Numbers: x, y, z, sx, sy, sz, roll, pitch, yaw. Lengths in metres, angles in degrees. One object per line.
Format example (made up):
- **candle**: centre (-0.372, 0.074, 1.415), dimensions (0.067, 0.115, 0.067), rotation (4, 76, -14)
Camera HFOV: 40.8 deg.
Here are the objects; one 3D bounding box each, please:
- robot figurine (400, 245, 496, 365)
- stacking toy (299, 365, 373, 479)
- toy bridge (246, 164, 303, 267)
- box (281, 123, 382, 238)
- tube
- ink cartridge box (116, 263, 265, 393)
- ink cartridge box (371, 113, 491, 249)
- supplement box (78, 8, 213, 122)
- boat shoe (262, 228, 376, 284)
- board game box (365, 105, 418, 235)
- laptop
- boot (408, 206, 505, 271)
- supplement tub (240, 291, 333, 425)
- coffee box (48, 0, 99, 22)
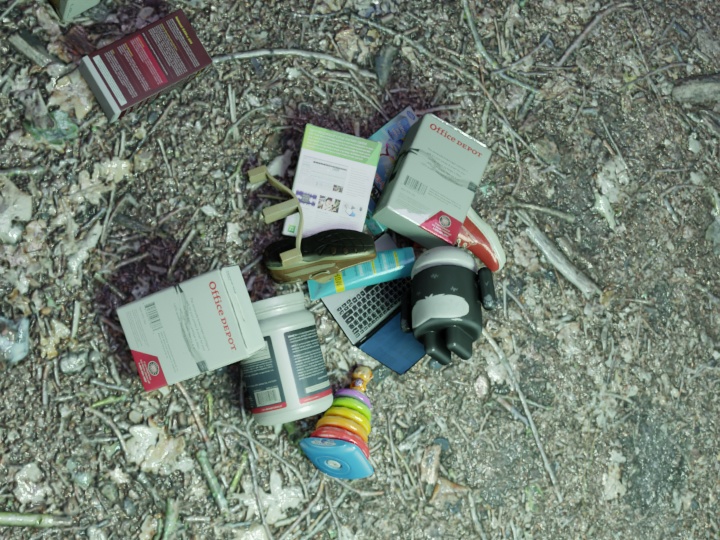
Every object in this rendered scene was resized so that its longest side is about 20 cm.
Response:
- **robot figurine**: centre (0.148, 0.057, 1.663), dimensions (0.148, 0.125, 0.202), rotation (3, 61, -6)
- **stacking toy**: centre (-0.018, 0.250, 1.686), dimensions (0.110, 0.115, 0.202), rotation (61, 39, -44)
- **toy bridge**: centre (-0.136, -0.104, 1.671), dimensions (0.066, 0.027, 0.202), rotation (-19, 64, -7)
- **box**: centre (-0.051, -0.146, 1.724), dimensions (0.142, 0.036, 0.203), rotation (13, 92, -10)
- **tube**: centre (0.000, 0.000, 1.733), dimensions (0.197, 0.051, 0.078), rotation (-11, 62, -5)
- **ink cartridge box**: centre (-0.268, 0.091, 1.547), dimensions (0.198, 0.083, 0.147), rotation (-20, 89, 17)
- **ink cartridge box**: centre (0.129, -0.157, 1.749), dimensions (0.144, 0.083, 0.202), rotation (28, 72, -12)
- **supplement box**: centre (-0.363, -0.349, 1.643), dimensions (0.199, 0.061, 0.110), rotation (-33, 96, -23)
- **boat shoe**: centre (-0.069, -0.019, 1.690), dimensions (0.197, 0.074, 0.076), rotation (-6, 41, 5)
- **board game box**: centre (0.059, -0.188, 1.808), dimensions (0.200, 0.047, 0.152), rotation (-41, 98, -23)
- **laptop**: centre (0.059, 0.054, 1.734), dimensions (0.187, 0.116, 0.201), rotation (-38, 98, -24)
- **boot**: centre (0.171, -0.052, 1.826), dimensions (0.144, 0.072, 0.201), rotation (-40, 90, -23)
- **supplement tub**: centre (-0.132, 0.148, 1.624), dimensions (0.139, 0.140, 0.203), rotation (-12, 87, -24)
- **coffee box**: centre (-0.507, -0.528, 1.579), dimensions (0.080, 0.113, 0.201), rotation (-36, 97, -23)
